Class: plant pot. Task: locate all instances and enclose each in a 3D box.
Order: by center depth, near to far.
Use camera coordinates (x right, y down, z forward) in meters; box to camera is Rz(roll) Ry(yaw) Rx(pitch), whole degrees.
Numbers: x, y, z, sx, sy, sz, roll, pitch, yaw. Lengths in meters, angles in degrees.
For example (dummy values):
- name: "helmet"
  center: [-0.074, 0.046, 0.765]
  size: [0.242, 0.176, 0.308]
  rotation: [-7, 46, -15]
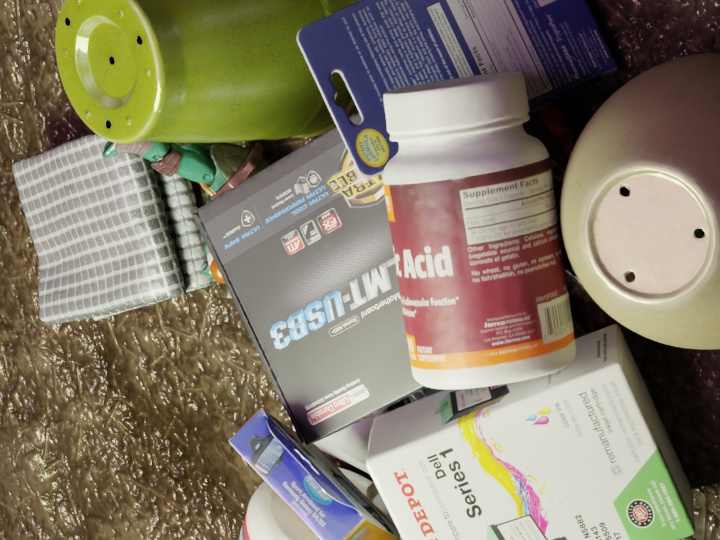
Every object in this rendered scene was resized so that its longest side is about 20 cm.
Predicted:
- name: "plant pot"
  center: [0.210, -0.035, 1.464]
  size: [0.200, 0.134, 0.201]
  rotation: [6, 104, 27]
- name: "plant pot"
  center: [-0.129, -0.182, 1.766]
  size: [0.200, 0.193, 0.201]
  rotation: [20, 119, 41]

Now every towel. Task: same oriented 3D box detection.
- name: "towel"
  center: [-0.229, -0.041, 2.008]
  size: [0.200, 0.086, 0.166]
  rotation: [-15, 93, 48]

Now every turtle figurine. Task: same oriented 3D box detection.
- name: "turtle figurine"
  center: [-0.115, -0.065, 1.865]
  size: [0.200, 0.150, 0.101]
  rotation: [41, 103, -10]

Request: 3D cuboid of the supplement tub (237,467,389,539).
- name: "supplement tub"
  center: [-0.047, 0.277, 1.896]
  size: [0.140, 0.140, 0.200]
  rotation: [41, 131, 28]

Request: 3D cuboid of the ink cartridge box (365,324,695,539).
- name: "ink cartridge box"
  center: [0.122, 0.148, 1.617]
  size: [0.200, 0.084, 0.145]
  rotation: [-22, 106, 13]

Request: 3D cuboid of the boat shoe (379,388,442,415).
- name: "boat shoe"
  center: [0.057, 0.141, 1.704]
  size: [0.074, 0.067, 0.200]
  rotation: [-35, 83, 43]

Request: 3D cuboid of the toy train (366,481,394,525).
- name: "toy train"
  center: [0.083, 0.137, 1.765]
  size: [0.150, 0.056, 0.200]
  rotation: [37, 127, 24]

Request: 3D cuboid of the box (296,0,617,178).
- name: "box"
  center: [0.066, -0.154, 1.583]
  size: [0.032, 0.200, 0.121]
  rotation: [121, 124, -81]

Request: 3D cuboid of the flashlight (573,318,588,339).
- name: "flashlight"
  center: [0.092, 0.015, 1.703]
  size: [0.200, 0.068, 0.068]
  rotation: [46, 133, 24]

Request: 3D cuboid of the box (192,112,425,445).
- name: "box"
  center: [0.000, 0.000, 1.648]
  size: [0.200, 0.050, 0.199]
  rotation: [-28, 83, 29]

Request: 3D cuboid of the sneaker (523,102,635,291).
- name: "sneaker"
  center: [0.141, -0.038, 1.608]
  size: [0.200, 0.098, 0.071]
  rotation: [54, 134, 15]

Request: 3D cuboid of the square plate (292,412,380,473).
- name: "square plate"
  center: [0.012, 0.089, 1.846]
  size: [0.198, 0.028, 0.200]
  rotation: [25, 122, 38]

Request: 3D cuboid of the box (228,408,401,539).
- name: "box"
  center: [-0.031, 0.171, 1.717]
  size: [0.041, 0.200, 0.119]
  rotation: [-46, 71, 1]

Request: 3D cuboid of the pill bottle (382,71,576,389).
- name: "pill bottle"
  center: [0.077, -0.028, 1.512]
  size: [0.114, 0.114, 0.200]
  rotation: [-2, 100, 47]

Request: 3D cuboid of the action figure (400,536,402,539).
- name: "action figure"
  center: [0.087, 0.269, 1.762]
  size: [0.118, 0.055, 0.200]
  rotation: [-13, 120, 42]

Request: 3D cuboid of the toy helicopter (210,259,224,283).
- name: "toy helicopter"
  center: [-0.062, 0.008, 1.789]
  size: [0.079, 0.132, 0.200]
  rotation: [-125, 30, -50]
